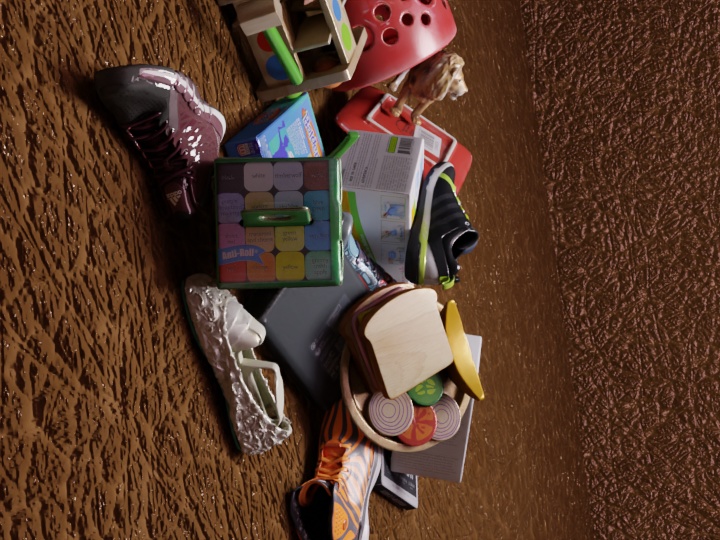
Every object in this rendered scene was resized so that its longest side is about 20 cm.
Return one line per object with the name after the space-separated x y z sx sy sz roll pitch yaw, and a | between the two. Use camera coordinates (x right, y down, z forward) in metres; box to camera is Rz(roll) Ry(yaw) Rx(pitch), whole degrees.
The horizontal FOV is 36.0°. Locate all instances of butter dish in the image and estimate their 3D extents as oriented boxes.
0.041 -0.144 1.583 0.198 0.149 0.200 32 28 -1 | butter dish

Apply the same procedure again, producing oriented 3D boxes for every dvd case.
0.045 0.222 1.567 0.150 0.024 0.204 47 37 -58 | dvd case

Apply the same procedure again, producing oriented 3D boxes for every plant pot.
0.010 -0.371 1.521 0.185 0.197 0.201 63 23 -19 | plant pot

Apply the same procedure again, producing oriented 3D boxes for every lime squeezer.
-0.053 -0.074 1.243 0.038 0.069 0.202 56 -33 41 | lime squeezer

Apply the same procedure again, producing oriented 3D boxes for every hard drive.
-0.048 0.054 1.269 0.141 0.033 0.201 -56 143 -19 | hard drive

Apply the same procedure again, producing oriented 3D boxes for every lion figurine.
0.091 -0.284 1.564 0.071 0.123 0.201 21 30 -21 | lion figurine

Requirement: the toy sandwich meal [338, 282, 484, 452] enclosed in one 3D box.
0.063 0.113 1.300 0.202 0.070 0.210 2 86 -27 | toy sandwich meal

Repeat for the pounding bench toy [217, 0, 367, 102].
-0.082 -0.274 1.296 0.201 0.122 0.158 -74 148 -53 | pounding bench toy

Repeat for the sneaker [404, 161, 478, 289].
0.111 -0.052 1.399 0.072 0.081 0.202 86 16 -51 | sneaker

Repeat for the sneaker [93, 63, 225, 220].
-0.175 -0.110 1.020 0.200 0.074 0.118 25 60 -68 | sneaker

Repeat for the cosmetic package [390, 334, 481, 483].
0.098 0.178 1.456 0.072 0.099 0.203 -73 170 -53 | cosmetic package

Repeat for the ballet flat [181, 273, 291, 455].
-0.115 0.089 1.106 0.072 0.070 0.203 -59 135 -63 | ballet flat

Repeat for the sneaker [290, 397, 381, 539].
-0.029 0.233 1.265 0.112 0.076 0.204 48 36 -59 | sneaker

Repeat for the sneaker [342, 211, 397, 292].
0.000 0.000 1.375 0.202 0.093 0.080 84 12 -50 | sneaker

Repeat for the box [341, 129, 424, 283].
0.025 -0.064 1.437 0.202 0.099 0.114 88 13 -46 | box

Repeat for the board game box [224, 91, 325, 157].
-0.088 -0.111 1.315 0.200 0.044 0.155 -56 134 -63 | board game box

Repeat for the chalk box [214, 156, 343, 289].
-0.077 -0.046 1.081 0.200 0.122 0.127 -98 -172 -87 | chalk box

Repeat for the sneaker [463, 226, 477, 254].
0.093 -0.023 1.580 0.070 0.198 0.084 -28 111 -39 | sneaker
